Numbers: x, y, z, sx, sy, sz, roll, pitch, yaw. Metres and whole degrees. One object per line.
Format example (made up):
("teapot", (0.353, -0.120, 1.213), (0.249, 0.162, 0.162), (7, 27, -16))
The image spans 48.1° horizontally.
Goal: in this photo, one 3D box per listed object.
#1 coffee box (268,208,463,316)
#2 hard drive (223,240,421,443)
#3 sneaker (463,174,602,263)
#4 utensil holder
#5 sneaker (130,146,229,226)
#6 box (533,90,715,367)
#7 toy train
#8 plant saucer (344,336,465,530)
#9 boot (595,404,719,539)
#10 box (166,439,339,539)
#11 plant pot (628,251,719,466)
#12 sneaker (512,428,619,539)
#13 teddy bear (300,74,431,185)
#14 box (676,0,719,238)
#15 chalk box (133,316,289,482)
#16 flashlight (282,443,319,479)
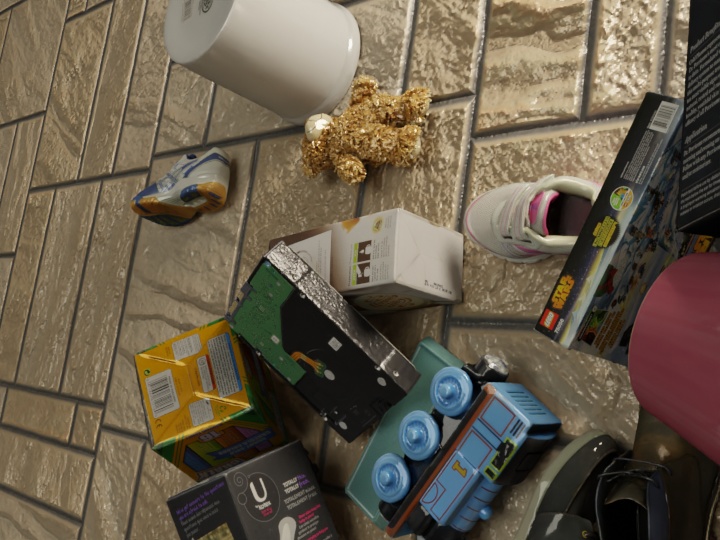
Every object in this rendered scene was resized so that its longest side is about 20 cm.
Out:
("coffee box", (0.000, 0.000, 0.883), (0.199, 0.114, 0.081), (-10, 70, 41))
("hard drive", (-0.046, 0.079, 0.853), (0.200, 0.038, 0.140), (42, 137, 2))
("sneaker", (0.171, -0.052, 0.749), (0.199, 0.088, 0.082), (2, 79, 45))
("utensil holder", (-0.125, -0.301, 1.036), (0.169, 0.199, 0.172), (-15, 68, 40))
("sneaker", (-0.267, -0.127, 1.224), (0.198, 0.075, 0.089), (-10, 59, 35))
("box", (0.230, -0.023, 0.648), (0.040, 0.136, 0.202), (32, 99, 46))
("toy train", (0.093, 0.179, 0.762), (0.114, 0.086, 0.201), (43, 108, 36))
("plant saucer", (0.044, 0.172, 0.857), (0.070, 0.019, 0.202), (35, 104, 45))
("boot", (0.231, 0.153, 0.622), (0.074, 0.096, 0.202), (-9, 72, 42))
("box", (-0.096, 0.300, 0.840), (0.106, 0.122, 0.202), (-29, 79, 35))
("plant pot", (0.289, 0.067, 0.533), (0.179, 0.199, 0.202), (22, 93, 56))
("sneaker", (0.182, 0.233, 0.645), (0.106, 0.075, 0.201), (21, 75, 44))
("teddy bear", (0.000, -0.168, 0.968), (0.199, 0.066, 0.146), (21, 90, 45))
("box", (0.328, -0.118, 0.522), (0.124, 0.198, 0.199), (113, 165, -81))
("chalk box", (-0.165, 0.167, 0.964), (0.123, 0.200, 0.126), (-22, 59, 1))
("flashlight", (-0.132, 0.279, 0.969), (0.199, 0.067, 0.069), (-32, 52, 28))
